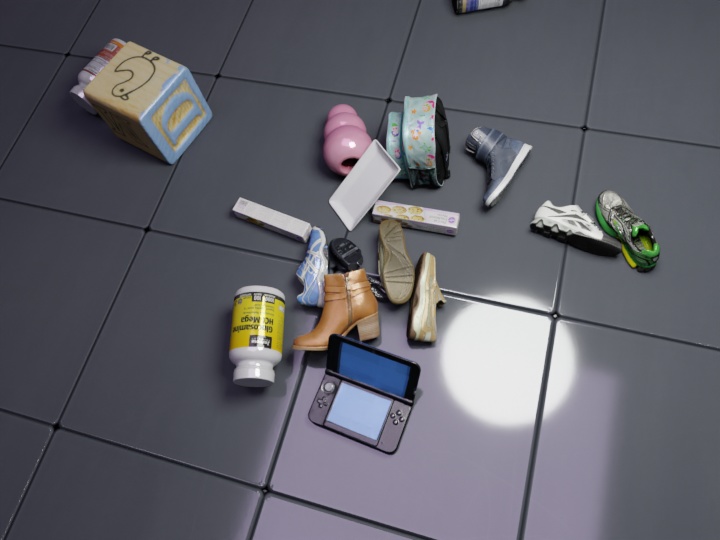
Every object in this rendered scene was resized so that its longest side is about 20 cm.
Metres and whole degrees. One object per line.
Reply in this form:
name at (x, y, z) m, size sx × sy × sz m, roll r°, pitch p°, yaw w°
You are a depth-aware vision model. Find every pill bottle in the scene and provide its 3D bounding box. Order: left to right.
pill bottle at (-0.703, -0.534, 1.617) m, size 0.112 × 0.112 × 0.200 m, roll 29°, pitch 73°, yaw 18°
pill bottle at (-0.222, 0.143, 1.253) m, size 0.112 × 0.112 × 0.200 m, roll -3°, pitch 66°, yaw 6°
pill bottle at (0.353, -0.773, 1.588) m, size 0.200 × 0.112 × 0.112 m, roll -8°, pitch 65°, yaw 4°

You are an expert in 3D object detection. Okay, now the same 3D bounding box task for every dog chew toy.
dog chew toy at (-0.037, -0.331, 1.441) m, size 0.124 × 0.125 × 0.200 m, roll -12°, pitch 57°, yaw 2°

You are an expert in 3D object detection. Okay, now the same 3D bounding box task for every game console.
game console at (0.003, 0.248, 1.174) m, size 0.200 × 0.118 × 0.171 m, roll 18°, pitch 69°, yaw 15°

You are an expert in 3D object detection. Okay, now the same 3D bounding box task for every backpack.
backpack at (0.137, -0.307, 1.359) m, size 0.150 × 0.200 × 0.178 m, roll 3°, pitch 67°, yaw 9°

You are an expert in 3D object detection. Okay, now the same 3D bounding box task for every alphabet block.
alphabet block at (-0.540, -0.428, 1.504) m, size 0.200 × 0.196 × 0.195 m, roll 27°, pitch 70°, yaw 18°

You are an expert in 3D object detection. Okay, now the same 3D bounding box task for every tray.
tray at (0.011, -0.197, 1.371) m, size 0.200 × 0.022 × 0.107 m, roll -49°, pitch 63°, yaw 28°

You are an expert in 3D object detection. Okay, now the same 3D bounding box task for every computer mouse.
computer mouse at (0.000, 0.000, 1.337) m, size 0.059 × 0.034 × 0.200 m, roll -29°, pitch 68°, yaw -34°

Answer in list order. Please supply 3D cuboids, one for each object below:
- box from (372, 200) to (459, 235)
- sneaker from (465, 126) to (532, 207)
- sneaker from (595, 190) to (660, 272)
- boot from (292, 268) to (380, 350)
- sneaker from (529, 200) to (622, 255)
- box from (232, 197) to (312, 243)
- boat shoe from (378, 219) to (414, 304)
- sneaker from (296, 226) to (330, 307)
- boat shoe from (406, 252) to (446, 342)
box at (0.128, -0.124, 1.359) m, size 0.200 × 0.039 × 0.041 m, roll 12°, pitch 68°, yaw 12°
sneaker at (0.297, -0.250, 1.373) m, size 0.146 × 0.077 × 0.202 m, roll 31°, pitch 63°, yaw 7°
sneaker at (0.590, -0.100, 1.272) m, size 0.078 × 0.085 × 0.200 m, roll -25°, pitch 65°, yaw -4°
boot at (-0.063, 0.085, 1.252) m, size 0.200 × 0.074 × 0.155 m, roll -13°, pitch 93°, yaw -13°
sneaker at (0.488, -0.101, 1.292) m, size 0.200 × 0.074 × 0.089 m, roll 25°, pitch 73°, yaw 16°
box at (-0.213, -0.122, 1.410) m, size 0.200 × 0.039 × 0.041 m, roll 20°, pitch 72°, yaw 15°
boat shoe at (0.073, -0.014, 1.316) m, size 0.073 × 0.063 × 0.201 m, roll -6°, pitch 67°, yaw -13°
sneaker at (-0.107, -0.012, 1.326) m, size 0.077 × 0.076 × 0.200 m, roll -3°, pitch 64°, yaw 1°
boat shoe at (0.150, 0.060, 1.275) m, size 0.076 × 0.072 × 0.200 m, roll 11°, pitch 75°, yaw -4°
